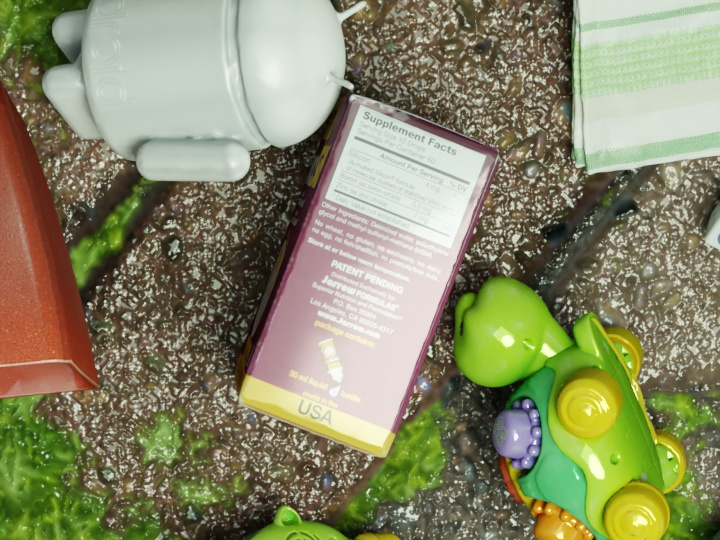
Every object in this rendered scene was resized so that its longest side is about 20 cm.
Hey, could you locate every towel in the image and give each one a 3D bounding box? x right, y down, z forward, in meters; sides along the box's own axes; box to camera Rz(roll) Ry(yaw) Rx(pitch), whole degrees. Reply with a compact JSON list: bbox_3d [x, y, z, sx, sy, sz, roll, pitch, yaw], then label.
[{"bbox_3d":[0.205,-0.165,1.210,0.148,0.031,0.202,-8,118,-6],"label":"towel"}]

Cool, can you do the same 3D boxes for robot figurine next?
[{"bbox_3d":[-0.094,-0.129,1.169,0.198,0.113,0.171,-5,65,16],"label":"robot figurine"}]

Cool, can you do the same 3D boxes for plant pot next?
[{"bbox_3d":[-0.272,-0.014,1.151,0.198,0.200,0.178,-5,82,-4],"label":"plant pot"}]

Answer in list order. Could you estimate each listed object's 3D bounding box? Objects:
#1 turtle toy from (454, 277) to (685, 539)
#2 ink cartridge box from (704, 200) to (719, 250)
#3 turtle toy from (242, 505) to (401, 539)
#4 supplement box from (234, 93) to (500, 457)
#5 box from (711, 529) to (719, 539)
[{"bbox_3d":[0.131,0.094,1.207,0.100,0.146,0.202,-22,95,19],"label":"turtle toy"},{"bbox_3d":[0.353,-0.052,1.203,0.196,0.047,0.201,27,128,-4],"label":"ink cartridge box"},{"bbox_3d":[-0.048,0.250,1.217,0.144,0.101,0.202,-3,94,-30],"label":"turtle toy"},{"bbox_3d":[0.000,0.000,1.192,0.102,0.131,0.202,21,91,-5],"label":"supplement box"},{"bbox_3d":[0.349,0.167,1.254,0.160,0.044,0.200,43,90,-19],"label":"box"}]
